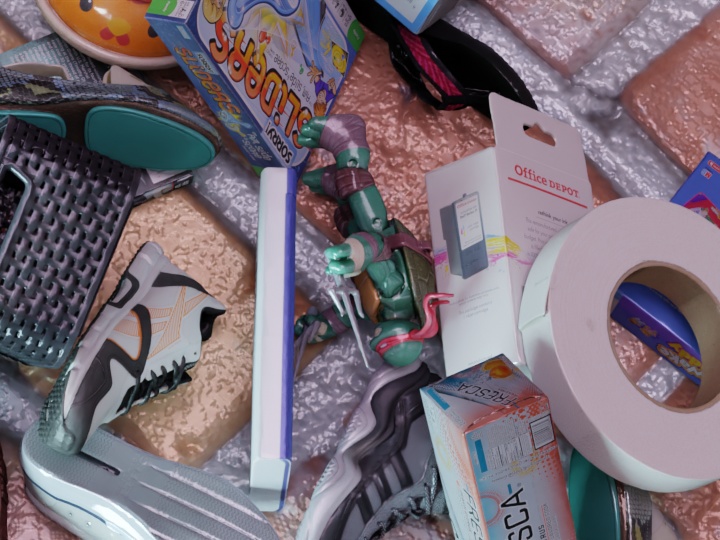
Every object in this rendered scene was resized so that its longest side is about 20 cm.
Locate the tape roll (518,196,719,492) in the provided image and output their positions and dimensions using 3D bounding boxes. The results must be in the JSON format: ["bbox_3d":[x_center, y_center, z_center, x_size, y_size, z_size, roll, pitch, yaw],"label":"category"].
[{"bbox_3d":[0.199,0.049,1.535,0.203,0.037,0.203,12,65,-26],"label":"tape roll"}]

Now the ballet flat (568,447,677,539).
[{"bbox_3d":[0.183,0.209,1.551,0.071,0.069,0.200,5,72,-25],"label":"ballet flat"}]

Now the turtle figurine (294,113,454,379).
[{"bbox_3d":[0.000,0.000,1.560,0.101,0.150,0.200,-1,59,-18],"label":"turtle figurine"}]

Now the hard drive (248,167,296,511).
[{"bbox_3d":[-0.059,0.048,1.536,0.025,0.132,0.200,2,70,-4],"label":"hard drive"}]

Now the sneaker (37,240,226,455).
[{"bbox_3d":[-0.149,0.057,1.523,0.080,0.074,0.200,34,40,-4],"label":"sneaker"}]

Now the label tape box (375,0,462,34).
[{"bbox_3d":[0.048,-0.271,1.662,0.143,0.066,0.200,40,43,7],"label":"label tape box"}]

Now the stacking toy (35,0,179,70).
[{"bbox_3d":[-0.143,-0.251,1.589,0.146,0.200,0.146,10,52,-13],"label":"stacking toy"}]

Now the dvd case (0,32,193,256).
[{"bbox_3d":[-0.239,-0.087,1.623,0.200,0.022,0.146,-25,75,-14],"label":"dvd case"}]

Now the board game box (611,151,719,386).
[{"bbox_3d":[0.286,0.029,1.635,0.200,0.045,0.134,39,70,8],"label":"board game box"}]

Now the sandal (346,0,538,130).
[{"bbox_3d":[0.043,-0.155,1.660,0.200,0.075,0.045,37,67,15],"label":"sandal"}]

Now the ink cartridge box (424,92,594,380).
[{"bbox_3d":[0.109,-0.011,1.587,0.117,0.067,0.200,18,60,-47],"label":"ink cartridge box"}]

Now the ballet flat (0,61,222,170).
[{"bbox_3d":[-0.195,-0.116,1.596,0.200,0.074,0.074,7,69,-9],"label":"ballet flat"}]

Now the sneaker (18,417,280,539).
[{"bbox_3d":[-0.137,0.163,1.517,0.200,0.071,0.073,31,59,11],"label":"sneaker"}]

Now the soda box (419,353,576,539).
[{"bbox_3d":[0.097,0.158,1.487,0.064,0.200,0.068,-22,31,-15],"label":"soda box"}]

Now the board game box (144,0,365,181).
[{"bbox_3d":[-0.069,-0.170,1.586,0.034,0.200,0.136,12,66,29],"label":"board game box"}]

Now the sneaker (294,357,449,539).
[{"bbox_3d":[0.030,0.157,1.537,0.114,0.076,0.200,25,66,5],"label":"sneaker"}]

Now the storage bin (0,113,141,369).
[{"bbox_3d":[-0.222,-0.016,1.486,0.094,0.200,0.135,23,83,-13],"label":"storage bin"}]

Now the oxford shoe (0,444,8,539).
[{"bbox_3d":[-0.268,0.155,1.505,0.075,0.070,0.200,-11,70,-5],"label":"oxford shoe"}]
